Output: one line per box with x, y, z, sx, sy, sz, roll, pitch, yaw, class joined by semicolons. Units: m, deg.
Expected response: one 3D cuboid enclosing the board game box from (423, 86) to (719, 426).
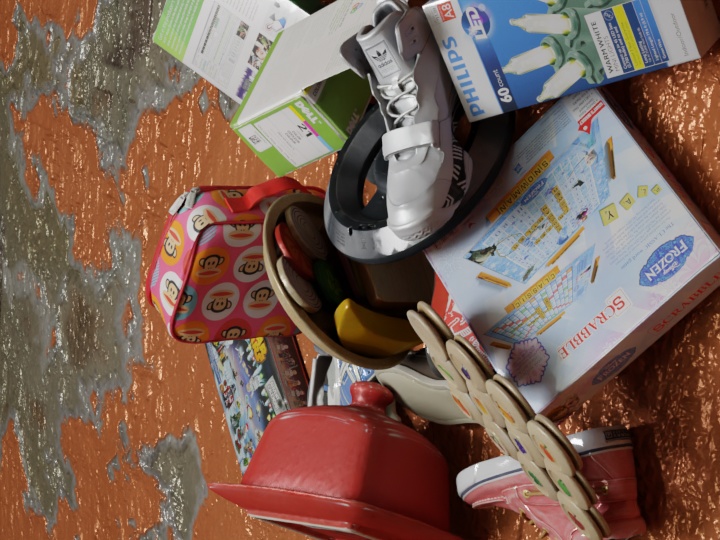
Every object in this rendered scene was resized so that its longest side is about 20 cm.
0.163;-0.014;1.135;0.200;0.041;0.200;-44;54;21;board game box

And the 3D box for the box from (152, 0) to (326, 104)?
-0.116;-0.248;1.518;0.200;0.036;0.145;36;128;10;box

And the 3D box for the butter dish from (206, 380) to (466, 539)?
-0.004;0.176;1.343;0.199;0.199;0.149;0;71;41;butter dish

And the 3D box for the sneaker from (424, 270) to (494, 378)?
0.118;-0.002;1.256;0.107;0.067;0.202;-9;54;22;sneaker

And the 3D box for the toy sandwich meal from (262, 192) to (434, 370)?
0.000;0.000;1.311;0.070;0.205;0.206;-37;61;31;toy sandwich meal

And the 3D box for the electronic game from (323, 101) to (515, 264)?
0.047;-0.093;1.230;0.199;0.042;0.201;-28;41;28;electronic game

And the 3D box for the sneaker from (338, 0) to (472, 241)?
0.033;-0.126;1.140;0.075;0.115;0.201;-17;47;38;sneaker

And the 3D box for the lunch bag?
-0.106;-0.018;1.462;0.082;0.199;0.177;49;129;40;lunch bag

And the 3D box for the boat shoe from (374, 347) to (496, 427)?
0.086;0.097;1.309;0.072;0.060;0.200;49;157;-22;boat shoe

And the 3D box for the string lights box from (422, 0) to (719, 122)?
0.157;-0.189;1.091;0.199;0.059;0.103;-13;109;36;string lights box

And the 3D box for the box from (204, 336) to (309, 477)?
-0.112;0.128;1.626;0.137;0.040;0.201;-46;55;47;box

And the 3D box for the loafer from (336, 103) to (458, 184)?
0.032;-0.112;1.363;0.200;0.068;0.071;29;114;60;loafer

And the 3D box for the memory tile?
0.113;0.116;1.115;0.200;0.017;0.154;45;168;41;memory tile

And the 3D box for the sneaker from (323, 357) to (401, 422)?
0.008;0.069;1.422;0.077;0.075;0.201;11;112;49;sneaker

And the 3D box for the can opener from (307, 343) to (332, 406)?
-0.032;0.064;1.489;0.067;0.053;0.201;22;110;53;can opener

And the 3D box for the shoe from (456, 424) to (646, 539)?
0.154;0.195;1.204;0.200;0.071;0.092;-29;66;50;shoe

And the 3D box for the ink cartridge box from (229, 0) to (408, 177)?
-0.010;-0.189;1.355;0.199;0.076;0.148;-20;36;39;ink cartridge box
